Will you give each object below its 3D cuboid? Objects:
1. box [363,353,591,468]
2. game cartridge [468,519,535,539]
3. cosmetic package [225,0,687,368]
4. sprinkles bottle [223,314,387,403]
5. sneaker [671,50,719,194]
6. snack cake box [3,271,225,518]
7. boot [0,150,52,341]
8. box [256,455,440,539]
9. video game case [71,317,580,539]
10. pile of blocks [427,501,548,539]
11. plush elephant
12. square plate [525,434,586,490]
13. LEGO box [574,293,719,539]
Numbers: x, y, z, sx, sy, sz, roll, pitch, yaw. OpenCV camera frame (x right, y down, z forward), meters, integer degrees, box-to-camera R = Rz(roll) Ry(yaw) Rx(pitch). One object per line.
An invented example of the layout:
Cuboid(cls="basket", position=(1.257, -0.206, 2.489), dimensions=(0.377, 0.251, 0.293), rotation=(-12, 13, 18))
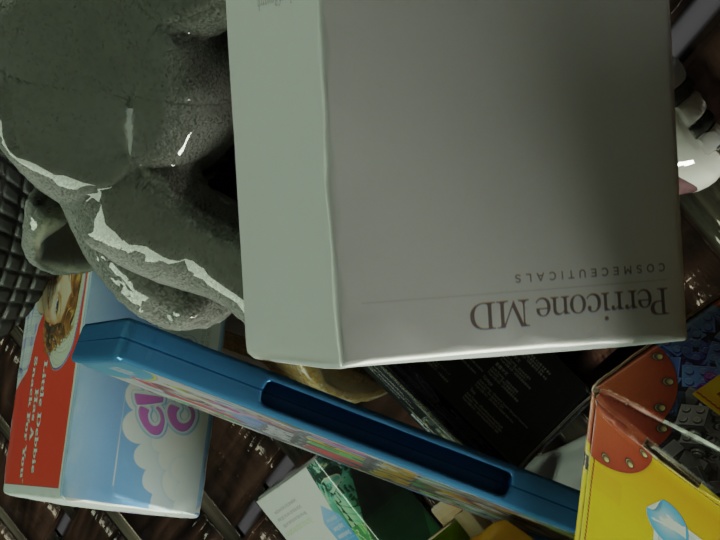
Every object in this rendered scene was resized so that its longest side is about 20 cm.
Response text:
Cuboid(cls="box", position=(0.000, 0.000, 1.128), dimensions=(0.200, 0.044, 0.160), rotation=(45, 173, 2))
Cuboid(cls="game cartridge", position=(0.082, 0.182, 1.116), dimensions=(0.176, 0.032, 0.200), rotation=(36, 155, -5))
Cuboid(cls="cosmetic package", position=(0.024, -0.074, 0.788), dimensions=(0.081, 0.113, 0.200), rotation=(177, 87, -69))
Cuboid(cls="sprinkles bottle", position=(-0.045, 0.014, 1.306), dimensions=(0.200, 0.068, 0.068), rotation=(15, 138, 61))
Cuboid(cls="sneaker", position=(0.038, -0.020, 0.971), dimensions=(0.076, 0.115, 0.200), rotation=(54, 161, -4))
Cuboid(cls="snack cake box", position=(-0.106, 0.009, 1.260), dimensions=(0.115, 0.067, 0.200), rotation=(173, 105, -68))
Cuboid(cls="boot", position=(-0.167, -0.064, 1.284), dimensions=(0.070, 0.200, 0.132), rotation=(22, -171, -20))
Cuboid(cls="box", position=(0.031, 0.180, 1.473), dimensions=(0.200, 0.036, 0.144), rotation=(50, 161, 2))
Cuboid(cls="video game case", position=(-0.006, 0.062, 1.038), dimensions=(0.200, 0.018, 0.143), rotation=(22, 174, -10))
Cuboid(cls="pile of blocks", position=(0.068, 0.139, 1.184), dimensions=(0.082, 0.062, 0.200), rotation=(59, 160, -19))
Cuboid(cls="plush elephant", position=(-0.068, -0.070, 0.975), dimensions=(0.155, 0.200, 0.165), rotation=(-47, -40, -71))
Cuboid(cls="square plate", position=(0.135, 0.161, 1.207), dimensions=(0.198, 0.028, 0.200), rotation=(53, 161, 0))
Cuboid(cls="LEGO box", position=(0.138, 0.125, 0.834), dimensions=(0.149, 0.077, 0.200), rotation=(39, 146, 31))
